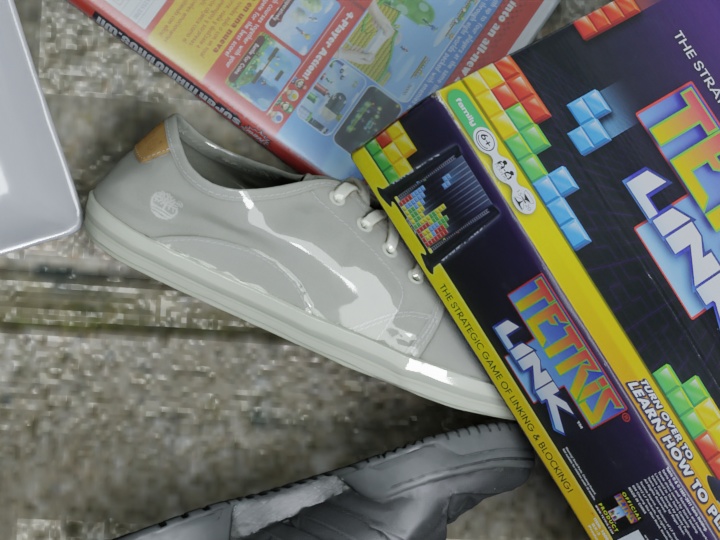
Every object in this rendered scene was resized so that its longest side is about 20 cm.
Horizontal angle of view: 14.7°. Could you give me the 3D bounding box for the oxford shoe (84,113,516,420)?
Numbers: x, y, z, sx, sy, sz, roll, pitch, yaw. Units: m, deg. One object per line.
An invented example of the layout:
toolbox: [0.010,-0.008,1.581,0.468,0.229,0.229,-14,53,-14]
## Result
oxford shoe: [0.000,0.000,0.998,0.200,0.075,0.058,24,101,-4]

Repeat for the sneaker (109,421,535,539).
sneaker: [-0.022,0.128,0.981,0.199,0.060,0.105,-16,84,-12]

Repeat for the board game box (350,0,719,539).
board game box: [0.113,0.005,1.001,0.165,0.057,0.200,-31,87,-43]

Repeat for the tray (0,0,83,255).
tray: [-0.208,-0.035,0.987,0.199,0.022,0.108,-17,84,-16]

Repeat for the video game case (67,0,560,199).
video game case: [-0.029,-0.127,1.049,0.200,0.017,0.143,36,73,-4]
